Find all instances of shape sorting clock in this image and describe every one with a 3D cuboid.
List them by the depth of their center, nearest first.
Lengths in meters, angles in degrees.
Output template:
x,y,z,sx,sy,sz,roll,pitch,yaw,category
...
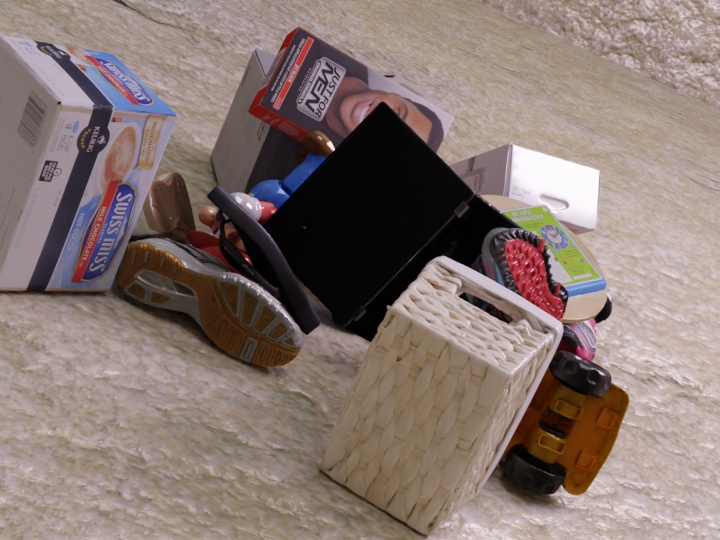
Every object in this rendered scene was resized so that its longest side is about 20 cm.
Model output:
x,y,z,sx,sy,sz,roll,pitch,yaw,category
0.192,-0.014,1.660,0.200,0.039,0.200,21,40,-18,shape sorting clock

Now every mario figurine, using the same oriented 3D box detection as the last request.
x,y,z,sx,sy,sz,roll,pitch,yaw,category
-0.114,-0.071,1.519,0.106,0.123,0.200,28,64,33,mario figurine

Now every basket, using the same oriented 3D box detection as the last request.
x,y,z,sx,sy,sz,roll,pitch,yaw,category
0.067,0.112,1.269,0.136,0.200,0.123,30,29,13,basket

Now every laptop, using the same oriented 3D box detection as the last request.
x,y,z,sx,sy,sz,roll,pitch,yaw,category
0.040,-0.032,1.480,0.200,0.187,0.116,31,18,-48,laptop

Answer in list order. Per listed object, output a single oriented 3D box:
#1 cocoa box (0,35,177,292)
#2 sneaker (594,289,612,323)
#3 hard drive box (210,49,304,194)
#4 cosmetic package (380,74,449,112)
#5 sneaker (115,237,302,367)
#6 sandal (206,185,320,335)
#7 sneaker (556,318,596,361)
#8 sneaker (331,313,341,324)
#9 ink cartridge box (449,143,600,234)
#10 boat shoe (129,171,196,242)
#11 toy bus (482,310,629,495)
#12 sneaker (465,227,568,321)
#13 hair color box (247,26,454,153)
x,y,z,sx,sy,sz,roll,pitch,yaw,category
-0.284,-0.095,1.358,0.131,0.200,0.133,2,31,-44,cocoa box
0.209,0.024,1.796,0.200,0.070,0.090,28,37,10,sneaker
-0.107,-0.150,1.724,0.077,0.156,0.200,16,24,-21,hard drive box
0.012,-0.126,1.734,0.087,0.200,0.103,34,22,23,cosmetic package
-0.136,0.020,1.421,0.200,0.076,0.088,31,19,8,sneaker
-0.097,0.000,1.430,0.076,0.043,0.200,41,-14,49,sandal
0.180,0.053,1.667,0.200,0.081,0.075,20,33,-5,sneaker
0.000,0.000,1.534,0.200,0.115,0.075,43,0,-35,sneaker
0.190,-0.089,1.856,0.146,0.083,0.200,14,-14,-27,ink cartridge box
-0.219,-0.060,1.513,0.065,0.072,0.200,-14,3,7,boat shoe
0.142,0.118,1.445,0.200,0.136,0.192,24,6,-6,toy bus
0.137,0.018,1.428,0.095,0.079,0.200,11,-22,24,sneaker
-0.010,-0.170,1.591,0.200,0.102,0.061,28,-10,-14,hair color box
